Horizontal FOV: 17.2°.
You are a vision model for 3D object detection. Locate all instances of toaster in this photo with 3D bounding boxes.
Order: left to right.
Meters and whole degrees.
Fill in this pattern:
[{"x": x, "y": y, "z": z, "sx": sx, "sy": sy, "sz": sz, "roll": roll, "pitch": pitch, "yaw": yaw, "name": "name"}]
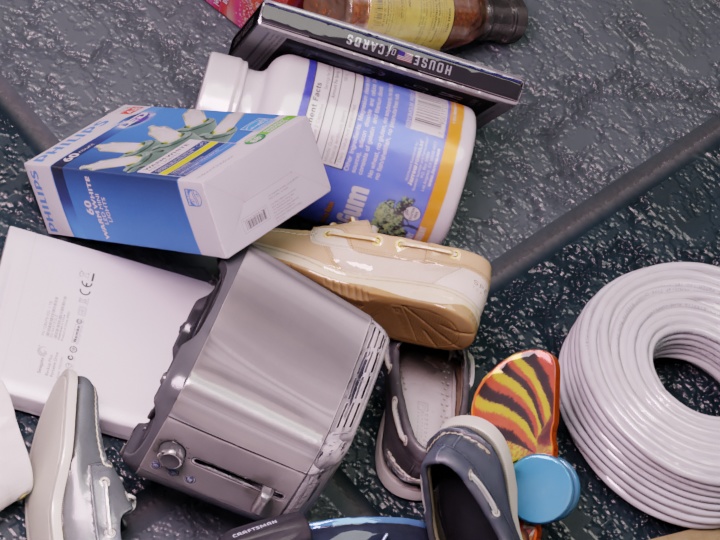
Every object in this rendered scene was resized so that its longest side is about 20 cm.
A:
[{"x": -0.064, "y": 0.074, "z": 1.564, "sx": 0.129, "sy": 0.114, "sz": 0.201, "roll": 28, "pitch": 41, "yaw": -6, "name": "toaster"}]

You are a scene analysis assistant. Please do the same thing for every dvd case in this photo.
[{"x": 0.008, "y": -0.149, "z": 1.763, "sx": 0.199, "sy": 0.150, "sz": 0.025, "roll": 17, "pitch": 81, "yaw": -10, "name": "dvd case"}]

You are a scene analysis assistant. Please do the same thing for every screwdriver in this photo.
[{"x": -0.123, "y": 0.187, "z": 1.479, "sx": 0.199, "sy": 0.028, "sz": 0.029, "roll": -13, "pitch": 58, "yaw": -19, "name": "screwdriver"}]

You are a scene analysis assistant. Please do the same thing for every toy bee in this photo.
[{"x": 0.095, "y": 0.157, "z": 1.606, "sx": 0.108, "sy": 0.131, "sz": 0.201, "roll": -9, "pitch": 62, "yaw": 8, "name": "toy bee"}]

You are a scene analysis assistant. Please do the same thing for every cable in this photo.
[{"x": 0.243, "y": 0.088, "z": 1.730, "sx": 0.199, "sy": 0.069, "sz": 0.201, "roll": -9, "pitch": 58, "yaw": -26, "name": "cable"}]

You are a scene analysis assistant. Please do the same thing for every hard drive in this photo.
[{"x": -0.159, "y": 0.054, "z": 1.630, "sx": 0.199, "sy": 0.027, "sz": 0.133, "roll": 16, "pitch": 53, "yaw": -10, "name": "hard drive"}]

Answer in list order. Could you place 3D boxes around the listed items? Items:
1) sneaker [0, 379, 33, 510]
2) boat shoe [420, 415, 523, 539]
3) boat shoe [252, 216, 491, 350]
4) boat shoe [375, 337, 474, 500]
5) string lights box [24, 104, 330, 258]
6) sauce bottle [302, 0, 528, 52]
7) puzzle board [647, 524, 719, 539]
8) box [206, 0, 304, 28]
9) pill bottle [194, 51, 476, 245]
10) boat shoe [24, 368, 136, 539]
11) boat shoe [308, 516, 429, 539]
[{"x": -0.295, "y": 0.083, "z": 1.533, "sx": 0.115, "sy": 0.074, "sz": 0.201, "roll": -30, "pitch": 82, "yaw": -36, "name": "sneaker"}, {"x": 0.081, "y": 0.195, "z": 1.538, "sx": 0.074, "sy": 0.201, "sz": 0.062, "roll": 2, "pitch": 24, "yaw": 28, "name": "boat shoe"}, {"x": 0.000, "y": 0.000, "z": 1.668, "sx": 0.199, "sy": 0.074, "sz": 0.069, "roll": 15, "pitch": 57, "yaw": 21, "name": "boat shoe"}, {"x": 0.046, "y": 0.063, "z": 1.681, "sx": 0.073, "sy": 0.060, "sz": 0.201, "roll": 15, "pitch": 53, "yaw": -9, "name": "boat shoe"}, {"x": -0.127, "y": -0.063, "z": 1.625, "sx": 0.103, "sy": 0.199, "sz": 0.059, "roll": -35, "pitch": 118, "yaw": -35, "name": "string lights box"}, {"x": 0.048, "y": -0.198, "z": 1.842, "sx": 0.199, "sy": 0.066, "sz": 0.066, "roll": 1, "pitch": 55, "yaw": -40, "name": "sauce bottle"}, {"x": 0.290, "y": 0.245, "z": 1.680, "sx": 0.199, "sy": 0.017, "sz": 0.151, "roll": -10, "pitch": 62, "yaw": -26, "name": "puzzle board"}, {"x": -0.053, "y": -0.279, "z": 1.790, "sx": 0.095, "sy": 0.200, "sz": 0.100, "roll": 37, "pitch": 52, "yaw": 9, "name": "box"}, {"x": -0.024, "y": -0.091, "z": 1.726, "sx": 0.199, "sy": 0.112, "sz": 0.113, "roll": 15, "pitch": 53, "yaw": -6, "name": "pill bottle"}, {"x": -0.177, "y": 0.160, "z": 1.526, "sx": 0.061, "sy": 0.073, "sz": 0.201, "roll": 12, "pitch": 57, "yaw": -24, "name": "boat shoe"}, {"x": -0.048, "y": 0.209, "z": 1.546, "sx": 0.199, "sy": 0.084, "sz": 0.069, "roll": -11, "pitch": 68, "yaw": -8, "name": "boat shoe"}]
